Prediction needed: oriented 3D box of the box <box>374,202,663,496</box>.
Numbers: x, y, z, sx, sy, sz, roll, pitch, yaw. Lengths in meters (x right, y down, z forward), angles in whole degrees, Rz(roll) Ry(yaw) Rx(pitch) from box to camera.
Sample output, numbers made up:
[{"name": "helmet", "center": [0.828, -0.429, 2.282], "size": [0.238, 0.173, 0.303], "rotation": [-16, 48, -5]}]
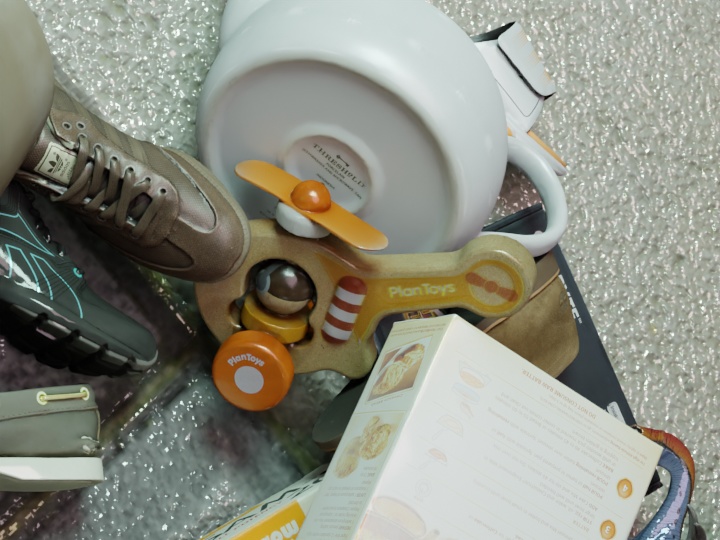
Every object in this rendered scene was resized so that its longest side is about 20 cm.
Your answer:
[{"name": "box", "center": [0.084, 0.079, 1.303], "size": [0.158, 0.046, 0.201], "rotation": [-24, 92, -30]}]

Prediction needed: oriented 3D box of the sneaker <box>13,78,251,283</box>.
[{"name": "sneaker", "center": [-0.155, -0.052, 1.149], "size": [0.199, 0.076, 0.071], "rotation": [34, 108, 7]}]

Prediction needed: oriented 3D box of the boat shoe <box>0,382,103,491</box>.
[{"name": "boat shoe", "center": [-0.231, 0.083, 1.114], "size": [0.201, 0.072, 0.061], "rotation": [7, 75, -34]}]

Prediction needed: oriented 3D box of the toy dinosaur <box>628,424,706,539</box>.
[{"name": "toy dinosaur", "center": [0.160, 0.196, 1.288], "size": [0.105, 0.200, 0.182], "rotation": [21, 64, 20]}]

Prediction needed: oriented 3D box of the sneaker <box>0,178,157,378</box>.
[{"name": "sneaker", "center": [-0.192, -0.008, 1.151], "size": [0.199, 0.075, 0.080], "rotation": [32, 64, -20]}]

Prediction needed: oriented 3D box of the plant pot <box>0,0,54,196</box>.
[{"name": "plant pot", "center": [-0.247, -0.074, 1.032], "size": [0.200, 0.200, 0.174], "rotation": [55, 38, -9]}]

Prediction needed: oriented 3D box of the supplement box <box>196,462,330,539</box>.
[{"name": "supplement box", "center": [-0.012, 0.225, 1.204], "size": [0.126, 0.073, 0.201], "rotation": [-29, 94, -30]}]

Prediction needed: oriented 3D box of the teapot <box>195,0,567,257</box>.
[{"name": "teapot", "center": [0.010, -0.093, 1.231], "size": [0.146, 0.196, 0.201], "rotation": [-58, 142, -48]}]

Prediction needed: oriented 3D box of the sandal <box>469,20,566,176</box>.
[{"name": "sandal", "center": [0.072, -0.144, 1.315], "size": [0.059, 0.079, 0.207], "rotation": [-44, 103, 4]}]

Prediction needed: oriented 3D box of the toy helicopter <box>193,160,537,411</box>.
[{"name": "toy helicopter", "center": [0.000, 0.000, 1.177], "size": [0.079, 0.199, 0.133], "rotation": [-64, 146, -61]}]

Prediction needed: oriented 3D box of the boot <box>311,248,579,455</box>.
[{"name": "boot", "center": [0.058, 0.065, 1.228], "size": [0.200, 0.073, 0.076], "rotation": [-35, 107, -31]}]

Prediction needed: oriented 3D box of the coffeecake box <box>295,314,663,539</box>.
[{"name": "coffeecake box", "center": [0.053, 0.149, 1.120], "size": [0.153, 0.073, 0.201], "rotation": [32, 71, -21]}]
